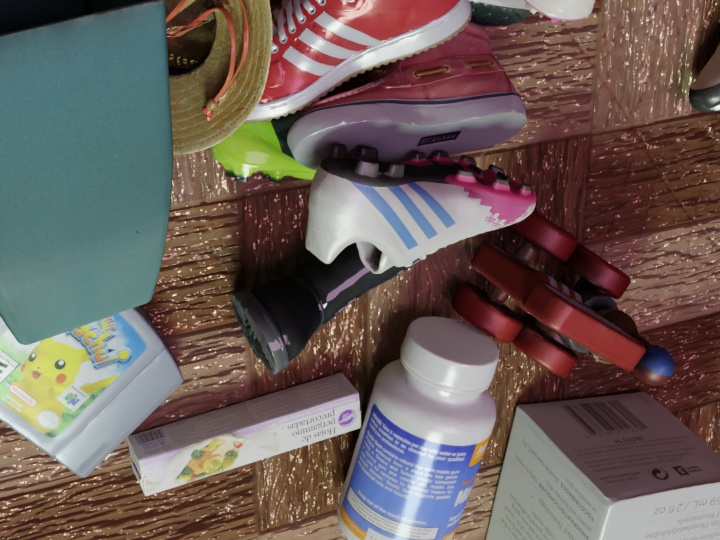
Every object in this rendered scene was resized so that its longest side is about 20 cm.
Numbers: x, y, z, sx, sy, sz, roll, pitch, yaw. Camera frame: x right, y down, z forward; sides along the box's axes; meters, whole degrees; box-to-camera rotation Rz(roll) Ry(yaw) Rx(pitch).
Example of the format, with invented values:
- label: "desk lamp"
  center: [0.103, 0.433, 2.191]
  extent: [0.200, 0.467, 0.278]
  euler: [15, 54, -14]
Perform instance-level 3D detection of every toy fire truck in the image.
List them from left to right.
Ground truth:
- label: "toy fire truck"
  center: [0.186, 0.041, 1.010]
  extent: [0.199, 0.168, 0.113]
  euler: [29, 99, -34]

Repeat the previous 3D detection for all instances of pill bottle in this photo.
- label: "pill bottle"
  center: [0.055, 0.148, 1.024]
  extent: [0.111, 0.112, 0.202]
  euler: [4, 116, -28]

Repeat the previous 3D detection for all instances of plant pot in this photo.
- label: "plant pot"
  center: [-0.195, -0.070, 0.708]
  extent: [0.140, 0.141, 0.202]
  euler: [-20, 124, -26]

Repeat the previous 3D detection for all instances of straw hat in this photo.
- label: "straw hat"
  center: [-0.125, -0.177, 0.781]
  extent: [0.085, 0.199, 0.203]
  euler: [-39, 138, -55]

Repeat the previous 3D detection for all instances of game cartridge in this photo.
- label: "game cartridge"
  center: [-0.232, 0.059, 0.888]
  extent: [0.133, 0.040, 0.200]
  euler: [-46, 126, -4]

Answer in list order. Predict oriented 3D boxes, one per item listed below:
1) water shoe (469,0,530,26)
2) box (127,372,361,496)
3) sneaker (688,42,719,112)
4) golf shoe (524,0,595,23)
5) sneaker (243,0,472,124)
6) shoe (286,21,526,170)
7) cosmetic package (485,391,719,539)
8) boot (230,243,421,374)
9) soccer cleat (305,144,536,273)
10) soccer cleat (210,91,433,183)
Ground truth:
- label: "water shoe"
  center: [0.043, -0.240, 0.872]
  extent: [0.198, 0.071, 0.080]
  euler: [9, 82, -29]
- label: "box"
  center: [-0.096, 0.138, 0.992]
  extent: [0.198, 0.041, 0.039]
  euler: [-15, 121, -21]
- label: "sneaker"
  center: [0.354, -0.226, 1.034]
  extent: [0.080, 0.074, 0.200]
  euler: [42, 87, -21]
- label: "golf shoe"
  center: [0.105, -0.267, 0.810]
  extent: [0.075, 0.200, 0.092]
  euler: [-32, 164, -42]
- label: "sneaker"
  center: [-0.032, -0.181, 0.790]
  extent: [0.198, 0.072, 0.113]
  euler: [-24, 133, 5]
- label: "shoe"
  center: [0.026, -0.134, 0.867]
  extent: [0.198, 0.092, 0.072]
  euler: [-10, 159, -28]
- label: "cosmetic package"
  center: [0.241, 0.251, 1.144]
  extent: [0.166, 0.166, 0.202]
  euler: [-4, 117, -25]
- label: "boot"
  center: [0.000, 0.000, 0.904]
  extent: [0.199, 0.165, 0.066]
  euler: [-28, 98, -9]
- label: "soccer cleat"
  center: [0.042, -0.040, 0.854]
  extent: [0.199, 0.070, 0.087]
  euler: [2, 113, -37]
- label: "soccer cleat"
  center: [-0.018, -0.106, 0.899]
  extent: [0.198, 0.067, 0.082]
  euler: [1, 101, -27]
